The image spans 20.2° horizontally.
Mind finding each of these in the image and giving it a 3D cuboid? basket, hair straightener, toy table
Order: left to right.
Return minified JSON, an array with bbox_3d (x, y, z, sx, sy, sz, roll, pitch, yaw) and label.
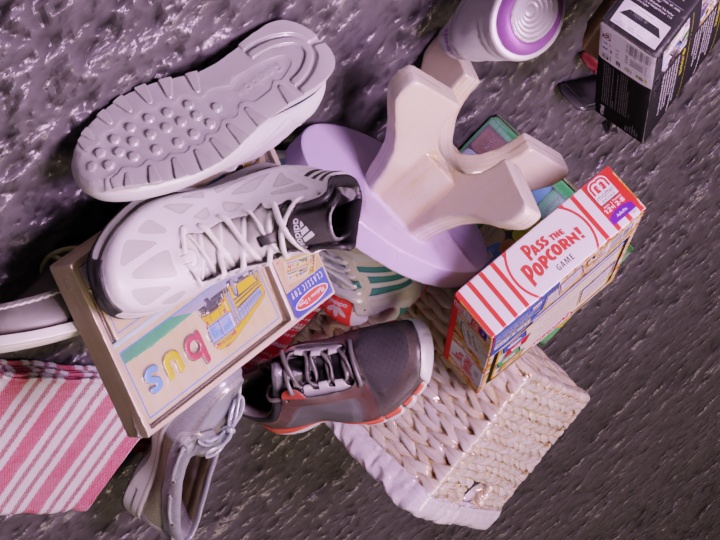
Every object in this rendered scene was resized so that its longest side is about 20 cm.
[{"bbox_3d":[0.055,-0.075,1.483,0.117,0.185,0.199,-41,150,24],"label":"toy table"},{"bbox_3d":[0.065,0.100,1.748,0.161,0.200,0.198,-48,156,8],"label":"basket"},{"bbox_3d":[0.234,-0.160,1.784,0.199,0.041,0.077,-15,145,-54],"label":"hair straightener"}]

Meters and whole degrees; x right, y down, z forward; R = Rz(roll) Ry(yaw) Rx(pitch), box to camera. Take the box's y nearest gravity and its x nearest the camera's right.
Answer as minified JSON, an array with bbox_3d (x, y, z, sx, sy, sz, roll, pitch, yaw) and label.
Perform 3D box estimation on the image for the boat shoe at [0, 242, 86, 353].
[{"bbox_3d":[-0.185,0.010,1.379,0.201,0.061,0.072,-18,-175,-39],"label":"boat shoe"}]

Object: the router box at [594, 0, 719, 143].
[{"bbox_3d":[0.230,-0.188,1.445,0.150,0.051,0.200,-53,168,-8],"label":"router box"}]

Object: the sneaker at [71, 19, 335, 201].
[{"bbox_3d":[-0.103,-0.088,1.334,0.199,0.077,0.081,-28,162,-28],"label":"sneaker"}]

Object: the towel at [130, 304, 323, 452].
[{"bbox_3d":[-0.117,0.077,1.646,0.200,0.023,0.144,-49,155,15],"label":"towel"}]

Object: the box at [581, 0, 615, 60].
[{"bbox_3d":[0.232,-0.255,1.526,0.201,0.021,0.164,-57,-179,16],"label":"box"}]

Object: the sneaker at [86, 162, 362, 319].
[{"bbox_3d":[-0.078,-0.029,1.319,0.115,0.076,0.200,-5,-162,47],"label":"sneaker"}]

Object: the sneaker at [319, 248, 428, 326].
[{"bbox_3d":[0.000,0.000,1.576,0.094,0.070,0.200,-58,155,5],"label":"sneaker"}]

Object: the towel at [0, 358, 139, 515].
[{"bbox_3d":[-0.242,0.125,1.522,0.199,0.030,0.147,8,125,-53],"label":"towel"}]

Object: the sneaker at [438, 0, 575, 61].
[{"bbox_3d":[0.129,-0.222,1.485,0.200,0.075,0.099,-45,-158,-31],"label":"sneaker"}]

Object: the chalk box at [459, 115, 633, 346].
[{"bbox_3d":[0.128,-0.036,1.707,0.124,0.124,0.200,-46,156,7],"label":"chalk box"}]

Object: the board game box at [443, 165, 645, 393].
[{"bbox_3d":[0.137,0.013,1.546,0.151,0.046,0.200,-39,168,-10],"label":"board game box"}]

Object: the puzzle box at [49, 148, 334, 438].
[{"bbox_3d":[-0.110,0.007,1.384,0.200,0.025,0.134,-39,114,-38],"label":"puzzle box"}]

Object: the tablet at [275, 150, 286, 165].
[{"bbox_3d":[-0.065,-0.036,1.527,0.199,0.014,0.131,-5,127,-54],"label":"tablet"}]

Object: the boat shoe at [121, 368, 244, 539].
[{"bbox_3d":[-0.131,0.141,1.611,0.074,0.065,0.202,-41,165,-49],"label":"boat shoe"}]

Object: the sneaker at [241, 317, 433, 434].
[{"bbox_3d":[-0.030,0.088,1.609,0.199,0.078,0.082,-24,156,37],"label":"sneaker"}]
